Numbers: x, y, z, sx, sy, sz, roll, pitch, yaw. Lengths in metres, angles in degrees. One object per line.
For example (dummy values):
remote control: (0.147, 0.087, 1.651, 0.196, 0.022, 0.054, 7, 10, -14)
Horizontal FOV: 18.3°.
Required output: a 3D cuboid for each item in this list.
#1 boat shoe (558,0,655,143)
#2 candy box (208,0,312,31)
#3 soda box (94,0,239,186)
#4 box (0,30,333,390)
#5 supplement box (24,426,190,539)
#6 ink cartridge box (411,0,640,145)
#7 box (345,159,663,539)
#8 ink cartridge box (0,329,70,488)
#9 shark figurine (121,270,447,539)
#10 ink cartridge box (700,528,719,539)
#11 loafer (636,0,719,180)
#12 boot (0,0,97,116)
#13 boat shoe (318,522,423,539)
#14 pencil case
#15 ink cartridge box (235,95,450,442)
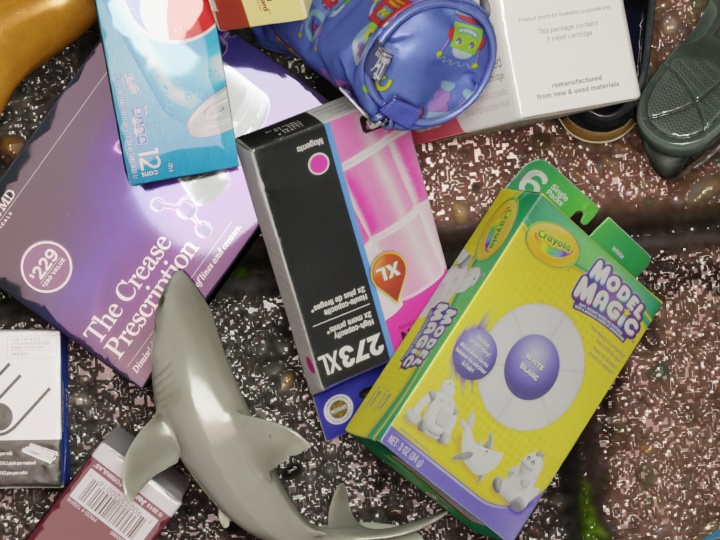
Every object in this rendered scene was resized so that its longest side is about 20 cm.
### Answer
boat shoe: (0.144, -0.177, 1.326, 0.074, 0.062, 0.201, 1, 89, 0)
candy box: (-0.051, -0.234, 1.235, 0.055, 0.200, 0.116, -6, 126, 14)
soda box: (-0.115, -0.151, 1.225, 0.064, 0.068, 0.201, -11, 100, -6)
box: (-0.124, -0.052, 1.313, 0.141, 0.079, 0.200, 35, 90, 1)
supplement box: (-0.183, 0.190, 1.298, 0.061, 0.109, 0.200, 38, 90, -2)
ink cartridge box: (0.074, -0.182, 1.273, 0.084, 0.145, 0.201, -11, 91, -25)
box: (0.093, 0.044, 1.301, 0.117, 0.048, 0.200, 39, 75, -27)
ink cartridge box: (-0.274, 0.083, 1.325, 0.199, 0.044, 0.094, -1, 89, -1)
shark figurine: (-0.046, 0.110, 1.254, 0.089, 0.128, 0.215, -19, 123, 39)
ink cartridge box: (0.185, 0.262, 1.289, 0.200, 0.147, 0.146, -31, 92, 0)
loafer: (0.235, -0.135, 1.334, 0.072, 0.063, 0.200, 39, 74, 22)
boot: (-0.226, -0.071, 1.271, 0.201, 0.071, 0.144, -19, 64, 20)
boat shoe: (-0.054, 0.207, 1.329, 0.200, 0.070, 0.072, -16, 113, -4)
pencil case: (-0.004, -0.139, 1.255, 0.078, 0.200, 0.087, 35, 93, -36)
ink cartridge box: (0.000, 0.000, 1.294, 0.095, 0.037, 0.200, -23, 115, -16)
